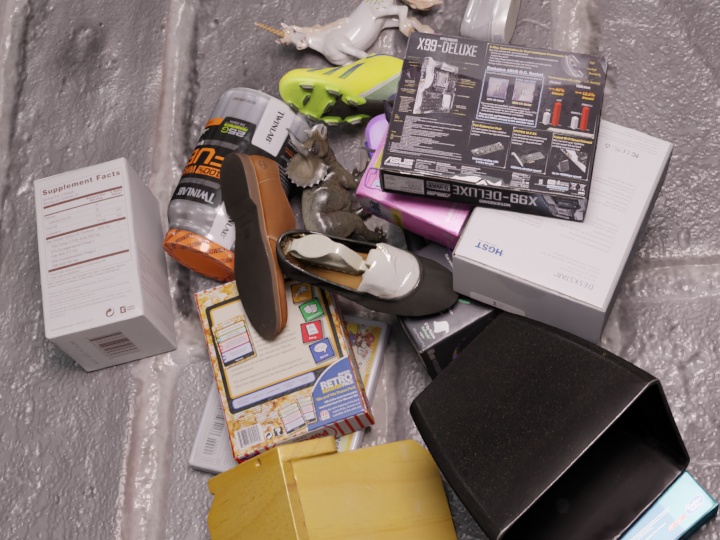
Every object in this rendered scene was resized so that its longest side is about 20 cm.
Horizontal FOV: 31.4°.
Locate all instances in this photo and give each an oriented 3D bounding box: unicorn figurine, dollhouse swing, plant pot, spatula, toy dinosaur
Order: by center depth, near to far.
[{"bbox_3d":[0.163,0.160,1.202,0.199,0.200,0.177,-44,54,-6],"label":"plant pot"},{"bbox_3d":[-0.025,0.282,1.311,0.181,0.175,0.201,-30,69,43],"label":"dollhouse swing"},{"bbox_3d":[0.048,-0.084,1.424,0.056,0.021,0.201,-13,68,4],"label":"spatula"},{"bbox_3d":[-0.031,-0.070,1.444,0.102,0.077,0.201,-14,102,-23],"label":"toy dinosaur"},{"bbox_3d":[-0.006,-0.283,1.551,0.200,0.074,0.137,-36,63,-21],"label":"unicorn figurine"}]

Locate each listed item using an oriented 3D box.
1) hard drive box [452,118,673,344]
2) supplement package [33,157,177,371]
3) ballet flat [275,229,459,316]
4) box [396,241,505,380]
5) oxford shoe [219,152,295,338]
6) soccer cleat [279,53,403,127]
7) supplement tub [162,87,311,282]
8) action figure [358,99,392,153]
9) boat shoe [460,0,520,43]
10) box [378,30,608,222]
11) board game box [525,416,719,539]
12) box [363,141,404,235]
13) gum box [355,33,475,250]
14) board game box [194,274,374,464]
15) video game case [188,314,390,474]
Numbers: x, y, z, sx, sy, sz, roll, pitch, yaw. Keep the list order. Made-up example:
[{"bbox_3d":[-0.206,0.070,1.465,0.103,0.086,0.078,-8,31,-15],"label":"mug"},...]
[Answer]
[{"bbox_3d":[0.198,-0.052,1.257,0.155,0.077,0.201,21,65,15],"label":"hard drive box"},{"bbox_3d":[-0.292,-0.006,1.466,0.117,0.117,0.201,-14,64,7],"label":"supplement package"},{"bbox_3d":[0.000,0.000,1.288,0.199,0.068,0.068,11,72,21],"label":"ballet flat"},{"bbox_3d":[0.134,0.018,1.352,0.199,0.122,0.106,-30,63,0],"label":"box"},{"bbox_3d":[-0.096,-0.028,1.376,0.071,0.071,0.201,-13,82,50],"label":"oxford shoe"},{"bbox_3d":[-0.002,-0.213,1.471,0.199,0.065,0.084,1,59,-22],"label":"soccer cleat"},{"bbox_3d":[-0.143,-0.096,1.467,0.122,0.123,0.201,16,72,19],"label":"supplement tub"},{"bbox_3d":[0.101,-0.149,1.396,0.199,0.102,0.119,-24,71,5],"label":"action figure"},{"bbox_3d":[0.164,-0.364,1.545,0.068,0.072,0.201,9,79,16],"label":"boat shoe"},{"bbox_3d":[0.128,-0.141,1.231,0.199,0.050,0.159,8,67,9],"label":"box"},{"bbox_3d":[0.233,0.212,1.287,0.151,0.047,0.200,-39,64,-4],"label":"board game box"},{"bbox_3d":[0.117,-0.133,1.464,0.199,0.048,0.118,-24,65,1],"label":"box"},{"bbox_3d":[0.091,-0.135,1.305,0.113,0.066,0.201,24,79,12],"label":"gum box"},{"bbox_3d":[-0.084,0.094,1.389,0.151,0.046,0.201,-19,64,5],"label":"board game box"},{"bbox_3d":[-0.077,0.137,1.407,0.181,0.023,0.201,9,69,17],"label":"video game case"}]
